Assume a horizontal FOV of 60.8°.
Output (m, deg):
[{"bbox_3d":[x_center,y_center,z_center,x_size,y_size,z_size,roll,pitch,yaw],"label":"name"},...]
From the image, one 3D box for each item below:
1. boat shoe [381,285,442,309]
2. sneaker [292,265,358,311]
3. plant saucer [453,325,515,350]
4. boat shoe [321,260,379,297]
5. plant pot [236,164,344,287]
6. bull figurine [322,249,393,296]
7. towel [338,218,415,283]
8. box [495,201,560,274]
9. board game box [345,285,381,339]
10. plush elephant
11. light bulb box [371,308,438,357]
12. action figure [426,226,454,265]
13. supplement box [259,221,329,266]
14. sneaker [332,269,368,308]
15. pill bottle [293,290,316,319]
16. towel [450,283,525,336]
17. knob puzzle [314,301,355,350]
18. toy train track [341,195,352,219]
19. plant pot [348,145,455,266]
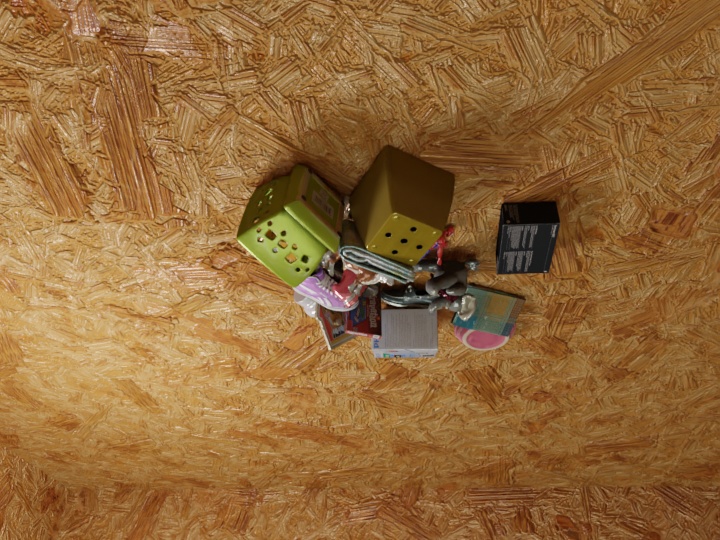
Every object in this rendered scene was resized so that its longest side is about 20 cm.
[{"bbox_3d":[0.153,0.069,1.819,0.197,0.073,0.063,7,116,-3],"label":"boat shoe"},{"bbox_3d":[-0.092,0.044,1.672,0.198,0.073,0.115,18,148,-4],"label":"sneaker"},{"bbox_3d":[0.401,0.199,1.973,0.197,0.051,0.202,1,143,1],"label":"plant saucer"},{"bbox_3d":[-0.037,0.009,1.736,0.198,0.074,0.075,24,148,-5],"label":"boat shoe"},{"bbox_3d":[-0.150,-0.116,1.464,0.180,0.200,0.200,-31,121,28],"label":"plant pot"},{"bbox_3d":[-0.006,-0.010,1.578,0.199,0.065,0.122,40,96,5],"label":"bull figurine"},{"bbox_3d":[0.037,-0.047,1.503,0.198,0.172,0.049,24,111,-12],"label":"towel"},{"bbox_3d":[0.428,-0.080,1.586,0.139,0.080,0.201,1,142,7],"label":"box"},{"bbox_3d":[0.010,0.101,1.744,0.101,0.202,0.020,12,137,-13],"label":"board game box"},{"bbox_3d":[0.241,0.054,1.701,0.197,0.165,0.157,-12,120,-20],"label":"plush elephant"},{"bbox_3d":[0.133,0.194,1.873,0.197,0.127,0.198,-1,165,4],"label":"light bulb box"},{"bbox_3d":[0.176,-0.039,1.631,0.199,0.066,0.099,-37,130,8],"label":"action figure"},{"bbox_3d":[-0.173,-0.071,1.643,0.197,0.067,0.069,14,140,-15],"label":"supplement box"},{"bbox_3d":[0.000,0.000,1.650,0.086,0.201,0.074,38,164,-3],"label":"sneaker"},{"bbox_3d":[-0.099,0.101,1.824,0.110,0.112,0.199,-29,133,34],"label":"pill bottle"},{"bbox_3d":[0.386,0.123,1.859,0.197,0.022,0.148,13,118,-14],"label":"towel"},{"bbox_3d":[-0.053,0.103,1.769,0.219,0.222,0.030,33,149,-34],"label":"knob puzzle"},{"bbox_3d":[-0.011,-0.132,1.581,0.197,0.033,0.115,14,141,-16],"label":"toy train track"},{"bbox_3d":[0.100,-0.132,1.445,0.198,0.178,0.200,19,136,-21],"label":"plant pot"}]
